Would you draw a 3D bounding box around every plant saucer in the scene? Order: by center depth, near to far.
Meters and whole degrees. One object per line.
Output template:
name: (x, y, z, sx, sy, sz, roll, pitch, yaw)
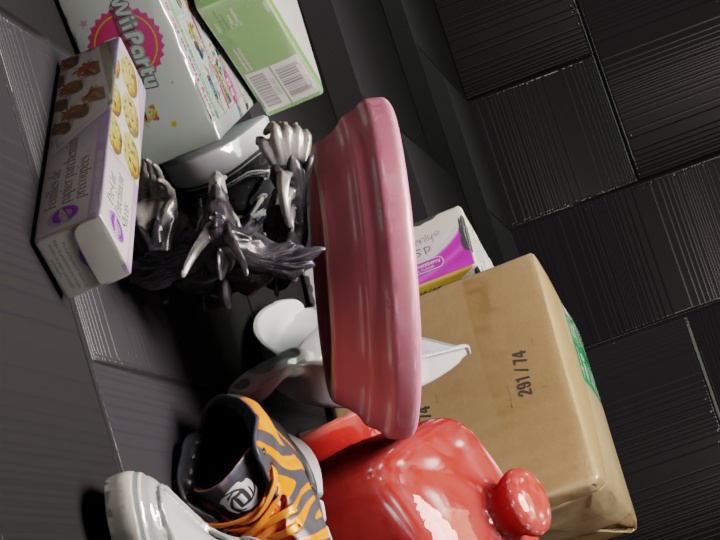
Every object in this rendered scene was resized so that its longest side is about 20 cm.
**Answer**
plant saucer: (0.000, 0.000, 1.391, 0.201, 0.050, 0.202, 176, -90, -86)

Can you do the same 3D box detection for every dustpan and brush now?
dustpan and brush: (-0.029, 0.057, 1.530, 0.200, 0.139, 0.058, -40, 137, -50)

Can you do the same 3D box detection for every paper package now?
paper package: (0.083, 0.120, 1.723, 0.104, 0.189, 0.201, 57, 15, -55)

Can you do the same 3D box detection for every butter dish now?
butter dish: (0.050, 0.167, 1.428, 0.201, 0.147, 0.199, 61, 29, 4)

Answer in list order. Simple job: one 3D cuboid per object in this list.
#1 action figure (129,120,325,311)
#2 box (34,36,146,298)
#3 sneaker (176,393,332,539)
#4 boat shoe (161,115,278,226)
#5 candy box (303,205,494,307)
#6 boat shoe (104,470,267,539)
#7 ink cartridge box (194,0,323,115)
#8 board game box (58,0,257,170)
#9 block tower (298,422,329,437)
action figure: (-0.079, -0.028, 1.355, 0.200, 0.118, 0.103, 67, 13, -87)
box: (-0.142, -0.059, 1.261, 0.200, 0.038, 0.042, -94, 160, -58)
sneaker: (-0.052, 0.155, 1.285, 0.112, 0.077, 0.201, 49, 12, -55)
boat shoe: (-0.081, -0.058, 1.535, 0.200, 0.071, 0.068, -79, 147, -85)
candy box: (0.051, 0.044, 1.858, 0.200, 0.135, 0.061, 56, 16, -54)
boat shoe: (-0.064, 0.164, 1.169, 0.072, 0.068, 0.201, -98, 165, -52)
ink cartridge box: (-0.084, -0.221, 1.527, 0.146, 0.048, 0.201, 55, 16, -61)
board game box: (-0.126, -0.152, 1.472, 0.200, 0.064, 0.149, -66, 135, -78)
block tower: (0.009, 0.197, 1.565, 0.058, 0.054, 0.201, 56, 18, -58)
